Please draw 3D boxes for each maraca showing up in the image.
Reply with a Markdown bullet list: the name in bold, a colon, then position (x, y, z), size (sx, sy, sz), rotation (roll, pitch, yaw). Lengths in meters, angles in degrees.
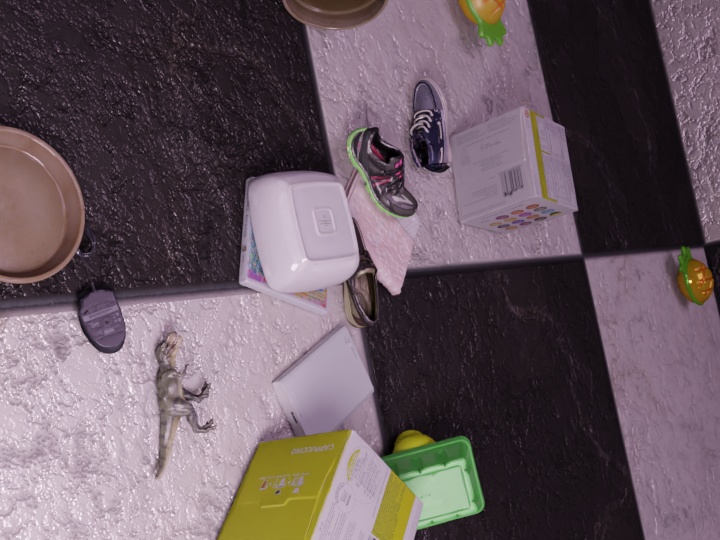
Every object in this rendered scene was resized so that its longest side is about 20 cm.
- **maraca**: position (0.292, -0.631, 2.224), size (0.136, 0.106, 0.203), rotation (-20, 94, -45)
- **maraca**: position (1.051, 0.017, 2.971), size (0.201, 0.106, 0.138), rotation (56, 42, -22)

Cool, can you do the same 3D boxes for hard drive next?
- **hard drive**: position (-0.059, 0.197, 1.579), size (0.200, 0.026, 0.134), rotation (-38, 108, -50)

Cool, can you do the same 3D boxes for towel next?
- **towel**: position (0.036, -0.086, 1.790), size (0.200, 0.032, 0.193), rotation (46, 46, -31)

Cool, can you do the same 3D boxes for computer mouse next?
- **computer mouse**: position (-0.365, 0.016, 1.256), size (0.058, 0.034, 0.203), rotation (-17, 87, -33)

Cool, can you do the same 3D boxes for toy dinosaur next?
- **toy dinosaur**: position (-0.251, 0.192, 1.324), size (0.087, 0.047, 0.204), rotation (9, 71, -34)

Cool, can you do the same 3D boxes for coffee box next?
- **coffee box**: position (0.338, -0.214, 2.077), size (0.196, 0.198, 0.204), rotation (9, 69, -50)
- **coffee box**: position (-0.059, 0.376, 1.363), size (0.198, 0.198, 0.202), rotation (49, 45, -28)

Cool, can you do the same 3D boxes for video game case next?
- **video game case**: position (-0.123, -0.039, 1.581), size (0.199, 0.023, 0.185), rotation (24, 60, -46)

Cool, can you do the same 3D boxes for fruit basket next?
- **fruit basket**: position (0.104, 0.363, 1.631), size (0.214, 0.213, 0.158), rotation (-12, 87, -52)

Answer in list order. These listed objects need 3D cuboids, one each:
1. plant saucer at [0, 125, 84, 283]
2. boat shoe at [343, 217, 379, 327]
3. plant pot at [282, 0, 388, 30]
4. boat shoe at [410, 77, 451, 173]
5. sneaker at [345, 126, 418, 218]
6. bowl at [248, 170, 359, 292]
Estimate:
- **plant saucer**: position (-0.441, -0.081, 1.177), size (0.198, 0.029, 0.204), rotation (18, 65, -42)
- **boat shoe**: position (0.000, 0.000, 1.667), size (0.072, 0.064, 0.204), rotation (-16, 97, -36)
- **plant pot**: position (-0.046, -0.573, 1.717), size (0.199, 0.198, 0.177), rotation (21, 60, -46)
- **boat shoe**: position (0.138, -0.305, 1.955), size (0.092, 0.074, 0.204), rotation (-10, 87, -60)
- **sneaker**: position (0.050, -0.180, 1.751), size (0.201, 0.083, 0.077), rotation (53, 43, -23)
- **bowl**: position (-0.082, -0.072, 1.552), size (0.198, 0.074, 0.203), rotation (-7, 82, -46)
